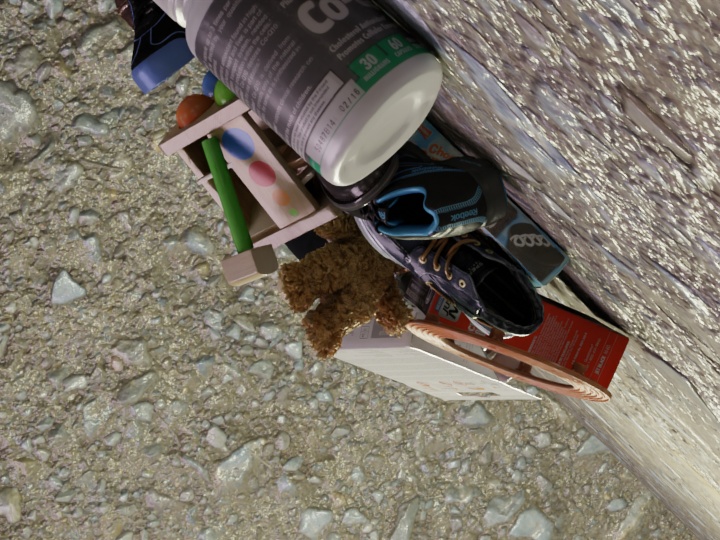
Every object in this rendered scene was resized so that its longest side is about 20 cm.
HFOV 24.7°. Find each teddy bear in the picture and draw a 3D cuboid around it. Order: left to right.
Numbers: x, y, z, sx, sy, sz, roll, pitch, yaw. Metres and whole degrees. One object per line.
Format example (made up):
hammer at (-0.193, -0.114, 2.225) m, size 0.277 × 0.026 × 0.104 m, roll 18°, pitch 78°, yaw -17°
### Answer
teddy bear at (0.000, 0.000, 1.560) m, size 0.067 × 0.200 × 0.146 m, roll -24°, pitch 86°, yaw 48°

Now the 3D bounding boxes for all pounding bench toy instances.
pounding bench toy at (-0.100, -0.101, 1.502) m, size 0.156 × 0.124 × 0.200 m, roll 52°, pitch -140°, yaw -17°

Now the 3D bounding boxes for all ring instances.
ring at (0.137, 0.078, 1.512) m, size 0.200 × 0.019 × 0.200 m, roll 21°, pitch 172°, yaw 3°

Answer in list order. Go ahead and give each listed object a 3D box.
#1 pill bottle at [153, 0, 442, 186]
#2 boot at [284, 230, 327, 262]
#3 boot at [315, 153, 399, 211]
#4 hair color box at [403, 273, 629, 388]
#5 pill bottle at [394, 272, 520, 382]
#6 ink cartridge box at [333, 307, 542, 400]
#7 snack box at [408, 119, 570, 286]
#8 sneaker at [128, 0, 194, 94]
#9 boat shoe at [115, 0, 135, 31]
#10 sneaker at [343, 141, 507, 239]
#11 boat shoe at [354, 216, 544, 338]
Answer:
pill bottle at (-0.049, -0.162, 1.141) m, size 0.200 × 0.113 × 0.113 m, roll 43°, pitch 179°, yaw 14°
boot at (-0.043, -0.056, 1.723) m, size 0.154 × 0.073 × 0.204 m, roll 48°, pitch 156°, yaw 21°
boot at (-0.062, -0.147, 1.366) m, size 0.174 × 0.069 × 0.200 m, roll 43°, pitch -174°, yaw -37°
hair color box at (0.152, 0.046, 1.623) m, size 0.199 × 0.064 × 0.111 m, roll 22°, pitch -175°, yaw -13°
pill bottle at (0.116, 0.020, 1.790) m, size 0.200 × 0.113 × 0.113 m, roll 44°, pitch 179°, yaw 4°
ink cartridge box at (0.075, 0.091, 1.745) m, size 0.200 × 0.050 × 0.161 m, roll 21°, pitch 164°, yaw -36°
snack box at (0.099, -0.066, 1.491) m, size 0.200 × 0.037 × 0.116 m, roll 44°, pitch 178°, yaw -1°
sneaker at (-0.172, -0.220, 1.404) m, size 0.078 × 0.070 × 0.200 m, roll 49°, pitch -158°, yaw -20°
boat shoe at (-0.163, -0.248, 1.566) m, size 0.200 × 0.070 × 0.071 m, roll -19°, pitch -103°, yaw -59°
sneaker at (0.029, -0.067, 1.389) m, size 0.200 × 0.082 × 0.074 m, roll 6°, pitch 114°, yaw 51°
boat shoe at (0.082, -0.015, 1.472) m, size 0.200 × 0.071 × 0.091 m, roll 39°, pitch 172°, yaw -6°
